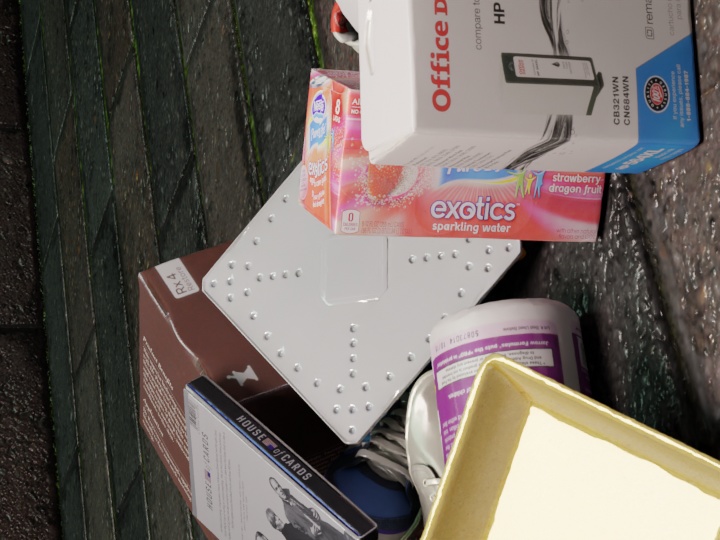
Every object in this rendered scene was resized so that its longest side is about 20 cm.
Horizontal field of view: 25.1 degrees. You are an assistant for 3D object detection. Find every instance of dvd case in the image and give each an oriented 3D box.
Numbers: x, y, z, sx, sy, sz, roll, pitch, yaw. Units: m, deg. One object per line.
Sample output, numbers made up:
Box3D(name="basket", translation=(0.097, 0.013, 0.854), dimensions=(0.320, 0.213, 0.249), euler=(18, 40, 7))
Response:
Box3D(name="dvd case", translation=(-0.063, 0.189, 1.225), dimensions=(0.200, 0.025, 0.151), euler=(38, 142, 33))

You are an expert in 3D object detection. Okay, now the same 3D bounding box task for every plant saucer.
Box3D(name="plant saucer", translation=(0.138, 0.178, 1.007), dimensions=(0.199, 0.048, 0.202), euler=(25, 106, 29))

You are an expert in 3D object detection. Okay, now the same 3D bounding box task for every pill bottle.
Box3D(name="pill bottle", translation=(0.112, 0.130, 1.124), dimensions=(0.112, 0.111, 0.202), euler=(134, 133, -62))

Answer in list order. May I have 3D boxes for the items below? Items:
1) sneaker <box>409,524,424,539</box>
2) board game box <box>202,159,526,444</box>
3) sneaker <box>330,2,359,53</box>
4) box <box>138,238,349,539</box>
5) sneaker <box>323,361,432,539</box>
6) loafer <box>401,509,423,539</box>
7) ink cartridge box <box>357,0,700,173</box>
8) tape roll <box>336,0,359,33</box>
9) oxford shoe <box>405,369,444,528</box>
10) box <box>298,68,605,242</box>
Box3D(name="sneaker", translation=(0.073, 0.209, 1.244), dimensions=(0.075, 0.103, 0.203), euler=(-138, 53, -66))
Box3D(name="board game box", translation=(0.000, 0.000, 1.255), dimensions=(0.200, 0.026, 0.200), euler=(-49, 60, 5))
Box3D(name="sneaker", translation=(0.010, -0.227, 1.436), dimensions=(0.200, 0.092, 0.071), euler=(-165, 76, -69))
Box3D(name="box", translation=(-0.086, 0.098, 1.388), dimensions=(0.166, 0.163, 0.201), euler=(53, 150, 34))
Box3D(name="sneaker", translation=(0.041, 0.117, 1.259), dimensions=(0.147, 0.080, 0.200), euler=(-65, -11, 21))
Box3D(name="loafer", translation=(0.000, 0.236, 1.415), dimensions=(0.076, 0.067, 0.200), euler=(52, 121, 23))
Box3D(name="ink cartridge box", translation=(0.105, -0.143, 1.023), dimensions=(0.084, 0.198, 0.148), euler=(158, 111, -68))
Box3D(name="tape roll", translation=(0.076, -0.232, 1.107), dimensions=(0.071, 0.200, 0.205), euler=(-142, 55, -66))
Box3D(name="oxford shoe", translation=(0.074, 0.172, 1.184), dimensions=(0.058, 0.074, 0.202), euler=(49, -145, -85))
Box3D(name="box", translation=(0.066, -0.081, 1.128), dimensions=(0.095, 0.198, 0.104), euler=(-141, 55, -67))
